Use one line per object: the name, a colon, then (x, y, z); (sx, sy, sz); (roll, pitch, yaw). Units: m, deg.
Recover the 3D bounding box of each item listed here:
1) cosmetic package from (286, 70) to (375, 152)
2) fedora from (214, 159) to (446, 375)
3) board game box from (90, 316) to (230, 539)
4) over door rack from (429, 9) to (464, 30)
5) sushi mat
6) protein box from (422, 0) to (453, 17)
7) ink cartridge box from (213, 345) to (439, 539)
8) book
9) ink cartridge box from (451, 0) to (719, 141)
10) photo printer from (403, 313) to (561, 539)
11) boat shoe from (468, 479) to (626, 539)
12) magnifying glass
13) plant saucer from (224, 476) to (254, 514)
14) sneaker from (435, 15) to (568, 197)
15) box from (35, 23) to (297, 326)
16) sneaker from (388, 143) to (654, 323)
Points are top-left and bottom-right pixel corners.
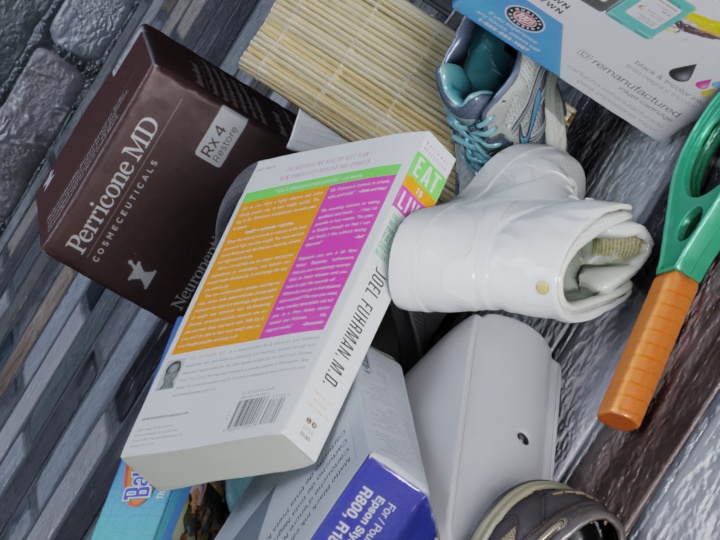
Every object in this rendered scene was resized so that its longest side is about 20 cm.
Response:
cosmetic package: (0.007, -0.104, 1.516); (0.200, 0.050, 0.083); (10, -85, -78)
fedora: (0.000, 0.000, 1.408); (0.090, 0.178, 0.199); (-31, 21, -32)
board game box: (-0.098, 0.153, 1.397); (0.045, 0.152, 0.201); (0, 51, 24)
over door rack: (0.085, -0.175, 1.398); (0.200, 0.147, 0.067); (-24, 35, 61)
sushi mat: (0.028, -0.111, 1.394); (0.096, 0.199, 0.012); (-59, -9, 16)
protein box: (0.103, -0.294, 1.575); (0.199, 0.135, 0.200); (-62, 16, -9)
ink cartridge box: (-0.036, 0.155, 1.136); (0.200, 0.040, 0.200); (-57, 16, 15)
book: (-0.037, 0.019, 1.205); (0.133, 0.048, 0.201); (-13, 42, 47)
ink cartridge box: (0.173, -0.192, 1.168); (0.200, 0.146, 0.147); (-35, 29, 57)
photo printer: (0.031, 0.140, 1.157); (0.166, 0.069, 0.201); (-48, 20, 37)
boat shoe: (0.056, 0.183, 1.003); (0.201, 0.074, 0.073); (-65, 17, -14)
magnifying glass: (0.162, -0.014, 1.117); (0.080, 0.022, 0.201); (-22, 42, 65)
plant saucer: (-0.054, 0.084, 1.320); (0.201, 0.038, 0.202); (-177, 90, -80)
sneaker: (0.072, -0.099, 1.304); (0.086, 0.077, 0.201); (-28, -40, -40)
box: (-0.119, -0.055, 1.719); (0.166, 0.199, 0.164); (-58, 17, 10)
sneaker: (0.108, -0.016, 1.215); (0.200, 0.115, 0.074); (-35, -53, -57)
